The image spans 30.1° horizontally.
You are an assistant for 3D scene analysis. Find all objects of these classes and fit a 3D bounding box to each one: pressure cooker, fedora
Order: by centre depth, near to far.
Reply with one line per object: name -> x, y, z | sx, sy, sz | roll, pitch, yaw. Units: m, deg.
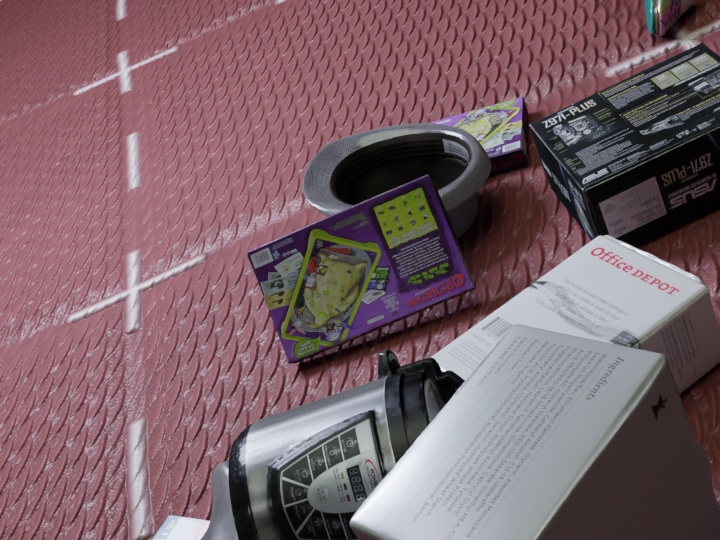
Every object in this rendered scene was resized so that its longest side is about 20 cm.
pressure cooker -> 0.019, 0.168, 1.012 | 0.199, 0.176, 0.179 | -19, 30, 10
fedora -> 0.046, -0.078, 1.432 | 0.199, 0.091, 0.177 | -9, 37, 11

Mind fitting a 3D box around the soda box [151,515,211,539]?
soda box -> -0.169, 0.292, 1.069 | 0.068, 0.064, 0.200 | 0, 39, 36

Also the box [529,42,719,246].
box -> 0.291, -0.121, 1.324 | 0.199, 0.086, 0.164 | -25, 32, 0

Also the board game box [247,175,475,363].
board game box -> 0.000, 0.000, 1.324 | 0.199, 0.120, 0.032 | -22, -10, 10

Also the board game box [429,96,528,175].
board game box -> 0.095, -0.136, 1.543 | 0.199, 0.032, 0.120 | -14, 38, 17

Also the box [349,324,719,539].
box -> 0.129, 0.179, 0.890 | 0.130, 0.199, 0.200 | 11, 47, 44

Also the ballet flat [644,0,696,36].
ballet flat -> 0.369, -0.346, 1.629 | 0.071, 0.069, 0.200 | -2, 33, 1

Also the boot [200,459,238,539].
boot -> -0.138, 0.233, 1.028 | 0.131, 0.070, 0.200 | -10, 42, -2

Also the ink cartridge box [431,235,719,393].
ink cartridge box -> 0.181, 0.073, 1.120 | 0.200, 0.084, 0.145 | -34, 32, -14
